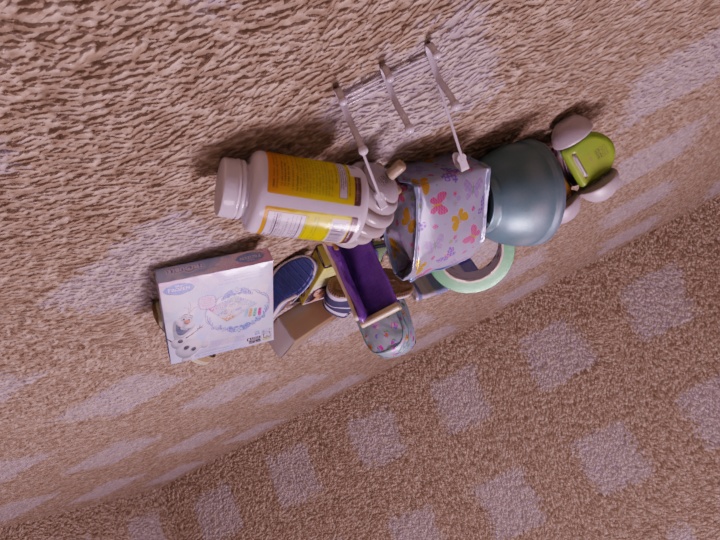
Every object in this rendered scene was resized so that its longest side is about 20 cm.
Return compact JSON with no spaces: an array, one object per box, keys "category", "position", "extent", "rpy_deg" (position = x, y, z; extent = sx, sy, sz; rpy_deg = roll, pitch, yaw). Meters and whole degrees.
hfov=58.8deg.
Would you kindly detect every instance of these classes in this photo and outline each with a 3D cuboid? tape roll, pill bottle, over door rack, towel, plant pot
[{"category":"tape roll","position":[0.242,-0.050,1.425],"extent":[0.199,0.202,0.048],"rpy_deg":[-30,-159,16]},{"category":"pill bottle","position":[-0.095,-0.101,0.876],"extent":[0.197,0.111,0.109],"rpy_deg":[6,151,-22]},{"category":"over door rack","position":[0.065,-0.181,0.864],"extent":[0.146,0.067,0.201],"rpy_deg":[-24,131,1]},{"category":"towel","position":[0.175,-0.013,1.518],"extent":[0.197,0.148,0.024],"rpy_deg":[-18,148,-24]},{"category":"plant pot","position":[0.264,-0.137,1.193],"extent":[0.132,0.203,0.201],"rpy_deg":[-11,159,-25]}]

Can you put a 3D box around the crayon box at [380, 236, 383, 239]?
[{"category":"crayon box","position":[0.147,-0.097,1.301],"extent":[0.198,0.051,0.127],"rpy_deg":[12,143,-37]}]

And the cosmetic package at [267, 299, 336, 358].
[{"category":"cosmetic package","position":[-0.121,0.113,1.498],"extent":[0.199,0.071,0.105],"rpy_deg":[-33,170,-38]}]

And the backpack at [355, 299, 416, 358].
[{"category":"backpack","position":[0.059,0.133,1.680],"extent":[0.166,0.202,0.126],"rpy_deg":[-31,162,22]}]

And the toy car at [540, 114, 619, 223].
[{"category":"toy car","position":[0.408,-0.210,1.287],"extent":[0.199,0.176,0.150],"rpy_deg":[-32,-164,21]}]

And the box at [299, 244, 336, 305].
[{"category":"box","position":[-0.079,0.006,1.372],"extent":[0.074,0.051,0.200],"rpy_deg":[-17,160,-25]}]

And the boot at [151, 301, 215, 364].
[{"category":"boot","position":[-0.289,0.096,1.239],"extent":[0.153,0.073,0.201],"rpy_deg":[-28,140,-1]}]

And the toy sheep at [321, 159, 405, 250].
[{"category":"toy sheep","position":[-0.001,-0.109,1.016],"extent":[0.200,0.139,0.137],"rpy_deg":[-45,155,30]}]

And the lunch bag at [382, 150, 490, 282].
[{"category":"lunch bag","position":[0.129,-0.092,1.138],"extent":[0.167,0.127,0.203],"rpy_deg":[-18,122,-25]}]

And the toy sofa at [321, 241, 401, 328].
[{"category":"toy sofa","position":[0.000,0.000,1.208],"extent":[0.082,0.202,0.098],"rpy_deg":[-25,168,6]}]

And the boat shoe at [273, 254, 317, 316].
[{"category":"boat shoe","position":[-0.152,0.030,1.323],"extent":[0.199,0.073,0.072],"rpy_deg":[-40,177,28]}]

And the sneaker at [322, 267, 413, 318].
[{"category":"sneaker","position":[0.011,0.052,1.395],"extent":[0.197,0.071,0.109],"rpy_deg":[-2,152,-19]}]

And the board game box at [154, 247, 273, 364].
[{"category":"board game box","position":[-0.255,0.065,1.146],"extent":[0.197,0.044,0.201],"rpy_deg":[-12,135,-21]}]

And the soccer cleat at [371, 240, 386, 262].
[{"category":"soccer cleat","position":[0.013,-0.005,1.442],"extent":[0.083,0.065,0.201],"rpy_deg":[-19,161,-20]}]
